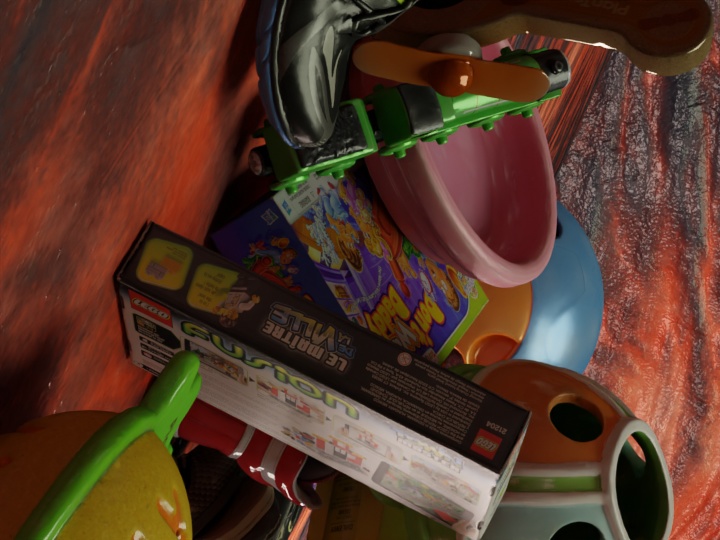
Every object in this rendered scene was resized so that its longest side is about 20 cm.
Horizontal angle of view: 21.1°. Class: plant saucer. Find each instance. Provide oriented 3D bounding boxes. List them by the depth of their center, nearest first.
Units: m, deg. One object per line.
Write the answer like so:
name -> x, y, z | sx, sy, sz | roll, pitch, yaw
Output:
plant saucer -> 0.052, -0.083, 1.158 | 0.051, 0.202, 0.201 | -18, -165, 26

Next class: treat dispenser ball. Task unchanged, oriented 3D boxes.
treat dispenser ball -> 0.085, 0.023, 1.475 | 0.202, 0.200, 0.201 | -61, 171, -16

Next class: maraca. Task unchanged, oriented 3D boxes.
maraca -> -0.118, 0.110, 0.798 | 0.138, 0.107, 0.200 | -60, 175, 35

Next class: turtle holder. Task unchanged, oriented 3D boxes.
turtle holder -> 0.097, 0.140, 1.043 | 0.141, 0.131, 0.187 | -16, 99, -56

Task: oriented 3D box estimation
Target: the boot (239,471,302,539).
boot -> -0.084, 0.190, 1.378 | 0.205, 0.073, 0.154 | -64, 175, 11

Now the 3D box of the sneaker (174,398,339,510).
sneaker -> -0.044, 0.078, 1.137 | 0.072, 0.112, 0.200 | -65, 172, 15

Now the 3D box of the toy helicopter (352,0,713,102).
toy helicopter -> 0.081, -0.134, 0.993 | 0.079, 0.199, 0.133 | 76, 35, -53

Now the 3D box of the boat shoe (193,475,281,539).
boat shoe -> -0.080, 0.179, 1.209 | 0.072, 0.065, 0.200 | -42, -179, -26

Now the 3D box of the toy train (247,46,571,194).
toy train -> 0.031, -0.085, 1.029 | 0.199, 0.042, 0.056 | -20, 180, -30

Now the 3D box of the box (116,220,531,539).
box -> -0.019, 0.056, 0.923 | 0.035, 0.199, 0.110 | -60, 171, -22

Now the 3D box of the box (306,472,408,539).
box -> 0.004, 0.176, 1.090 | 0.075, 0.050, 0.201 | -16, -124, 51

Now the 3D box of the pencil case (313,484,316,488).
pencil case -> 0.004, 0.052, 1.246 | 0.084, 0.085, 0.201 | 113, -16, -53

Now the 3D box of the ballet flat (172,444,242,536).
ballet flat -> -0.086, 0.103, 1.207 | 0.067, 0.046, 0.200 | -43, -175, 28

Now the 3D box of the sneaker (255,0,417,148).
sneaker -> 0.010, -0.147, 0.903 | 0.201, 0.082, 0.071 | -65, 171, 9

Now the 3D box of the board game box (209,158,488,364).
board game box -> 0.000, 0.000, 1.106 | 0.045, 0.135, 0.200 | -30, -174, 23
